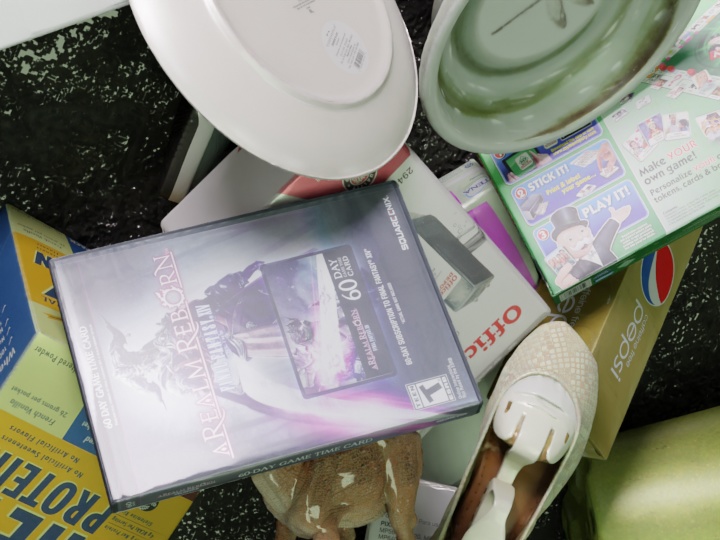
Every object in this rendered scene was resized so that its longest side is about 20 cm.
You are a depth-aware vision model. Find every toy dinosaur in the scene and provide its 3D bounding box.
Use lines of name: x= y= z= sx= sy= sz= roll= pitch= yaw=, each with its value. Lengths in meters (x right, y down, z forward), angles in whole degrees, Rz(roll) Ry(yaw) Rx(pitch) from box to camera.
toy dinosaur: x=-0.007 y=0.108 z=0.844 sx=0.199 sy=0.085 sz=0.138 roll=7 pitch=91 yaw=-54

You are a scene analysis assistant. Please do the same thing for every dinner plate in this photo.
dinner plate: x=-0.039 y=-0.143 z=0.796 sx=0.199 sy=0.202 sz=0.024 roll=32 pitch=138 yaw=-28

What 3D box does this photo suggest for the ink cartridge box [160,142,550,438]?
ink cartridge box: x=0.000 y=0.000 z=0.909 sx=0.146 sy=0.085 sz=0.200 roll=-44 pitch=124 yaw=3

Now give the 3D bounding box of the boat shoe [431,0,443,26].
boat shoe: x=0.102 y=-0.199 z=0.913 sx=0.071 sy=0.061 sz=0.202 roll=-30 pitch=155 yaw=-39

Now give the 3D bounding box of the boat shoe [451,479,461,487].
boat shoe: x=0.039 y=0.241 z=1.105 sx=0.202 sy=0.086 sz=0.075 roll=-45 pitch=118 yaw=3

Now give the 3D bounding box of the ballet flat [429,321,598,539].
ballet flat: x=0.094 y=0.125 z=0.894 sx=0.067 sy=0.062 sz=0.202 roll=24 pitch=85 yaw=3

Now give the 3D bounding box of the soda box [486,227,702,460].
soda box: x=0.163 y=0.025 z=1.010 sx=0.064 sy=0.067 sz=0.201 roll=49 pitch=57 yaw=-39

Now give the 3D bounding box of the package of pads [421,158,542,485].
package of pads: x=0.057 y=0.047 z=1.041 sx=0.153 sy=0.068 sz=0.202 roll=-29 pitch=118 yaw=-6

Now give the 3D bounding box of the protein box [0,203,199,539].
protein box: x=-0.200 y=0.104 z=0.900 sx=0.134 sy=0.200 sz=0.200 roll=30 pitch=100 yaw=-27

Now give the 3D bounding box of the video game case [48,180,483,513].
video game case: x=-0.051 y=0.035 z=0.783 sx=0.197 sy=0.144 sz=0.019 roll=-13 pitch=152 yaw=-15

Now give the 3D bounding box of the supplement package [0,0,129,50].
supplement package: x=-0.201 y=-0.237 z=0.807 sx=0.154 sy=0.111 sz=0.202 roll=-21 pitch=117 yaw=-10

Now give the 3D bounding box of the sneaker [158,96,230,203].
sneaker: x=-0.040 y=-0.116 z=0.935 sx=0.120 sy=0.084 sz=0.202 roll=25 pitch=101 yaw=-16

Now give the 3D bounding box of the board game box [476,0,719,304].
board game box: x=0.181 y=-0.086 z=0.954 sx=0.198 sy=0.136 sz=0.029 roll=-28 pitch=163 yaw=4

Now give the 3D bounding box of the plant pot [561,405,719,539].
plant pot: x=0.251 y=0.187 z=1.112 sx=0.181 sy=0.201 sz=0.203 roll=-7 pitch=114 yaw=-4

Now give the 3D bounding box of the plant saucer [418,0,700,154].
plant saucer: x=0.113 y=-0.157 z=0.873 sx=0.198 sy=0.050 sz=0.201 roll=-23 pitch=147 yaw=-16

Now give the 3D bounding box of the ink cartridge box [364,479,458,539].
ink cartridge box: x=0.037 y=0.249 z=0.983 sx=0.083 sy=0.145 sz=0.203 roll=8 pitch=73 yaw=8
